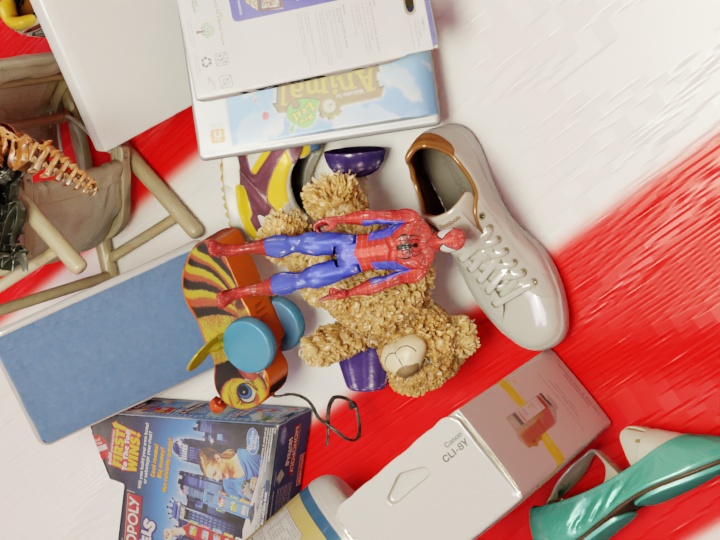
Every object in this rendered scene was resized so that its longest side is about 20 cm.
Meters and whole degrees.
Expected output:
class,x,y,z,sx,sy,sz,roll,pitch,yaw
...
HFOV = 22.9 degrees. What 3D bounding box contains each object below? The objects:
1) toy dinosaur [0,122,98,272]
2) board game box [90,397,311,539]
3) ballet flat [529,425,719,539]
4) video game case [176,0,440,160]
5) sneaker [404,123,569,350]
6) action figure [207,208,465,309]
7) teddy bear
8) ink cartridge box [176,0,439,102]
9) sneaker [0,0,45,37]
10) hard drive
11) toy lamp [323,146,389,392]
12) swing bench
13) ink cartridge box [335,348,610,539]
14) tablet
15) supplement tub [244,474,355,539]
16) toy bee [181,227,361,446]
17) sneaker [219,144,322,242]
class,x,y,z,sx,sy,sz,roll,pitch,yaw
toy dinosaur,-0.297,-0.071,1.376,0.199,0.102,0.137,5,86,48
board game box,-0.155,0.195,1.597,0.199,0.062,0.201,17,108,25
ballet flat,0.209,0.164,1.400,0.200,0.067,0.071,-37,69,26
video game case,-0.045,-0.193,1.434,0.199,0.022,0.183,-8,92,6
sneaker,0.092,-0.019,1.412,0.073,0.085,0.201,-33,85,27
action figure,-0.017,-0.010,1.374,0.199,0.052,0.066,-9,88,9
teddy bear,0.004,0.016,1.420,0.144,0.067,0.201,-22,96,7
ink cartridge box,-0.041,-0.200,1.404,0.199,0.039,0.100,-10,91,8
sneaker,-0.248,-0.285,1.535,0.078,0.082,0.201,35,113,17
hard drive,-0.201,-0.218,1.472,0.027,0.132,0.201,7,124,56
toy lamp,0.000,0.000,1.478,0.058,0.058,0.201,0,101,27
swing bench,-0.268,-0.079,1.521,0.129,0.199,0.201,-28,86,29
ink cartridge box,0.090,0.155,1.380,0.145,0.200,0.084,-44,80,28
tablet,-0.206,0.063,1.529,0.199,0.014,0.131,-24,126,-7
supplement tub,-0.055,0.283,1.479,0.200,0.145,0.145,-41,80,1
toy bee,-0.101,0.073,1.492,0.108,0.131,0.201,-31,72,33
sneaker,-0.077,-0.124,1.488,0.090,0.075,0.201,-6,106,28
